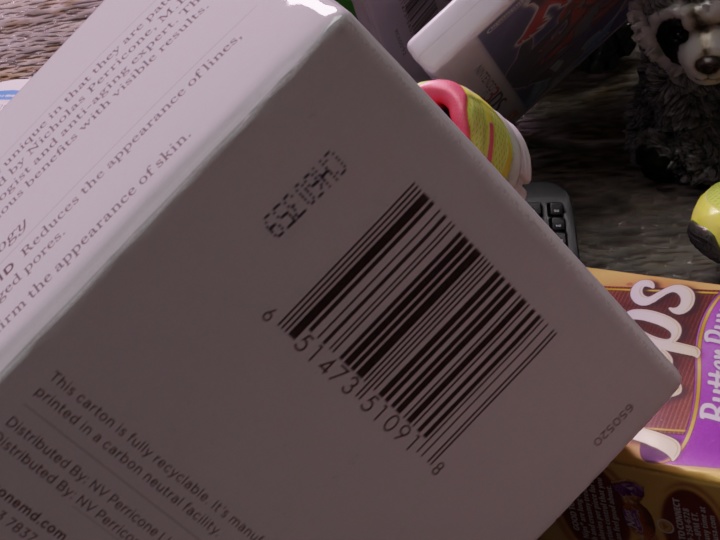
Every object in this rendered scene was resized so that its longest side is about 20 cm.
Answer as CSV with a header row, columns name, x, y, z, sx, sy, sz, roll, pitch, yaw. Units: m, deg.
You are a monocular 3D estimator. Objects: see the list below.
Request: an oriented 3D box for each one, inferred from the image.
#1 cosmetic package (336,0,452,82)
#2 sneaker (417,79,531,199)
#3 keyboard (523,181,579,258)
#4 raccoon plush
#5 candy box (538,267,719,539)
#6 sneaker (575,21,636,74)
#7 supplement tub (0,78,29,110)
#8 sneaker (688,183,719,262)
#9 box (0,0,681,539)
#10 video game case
name,x,y,z,sx,sy,sz,roll,pitch,yaw
cosmetic package,-0.049,-0.161,1.078,0.200,0.108,0.085,8,46,35
sneaker,-0.009,0.002,0.737,0.078,0.090,0.200,30,80,20
keyboard,0.000,0.000,0.807,0.200,0.040,0.104,-2,64,-3
raccoon plush,0.163,-0.132,0.922,0.097,0.134,0.200,-16,30,-2
candy box,0.131,0.059,0.695,0.200,0.057,0.117,7,37,34
sneaker,0.070,-0.188,1.011,0.078,0.200,0.085,-47,30,-15
supplement tub,-0.174,0.013,0.818,0.132,0.132,0.200,0,33,21
sneaker,0.231,-0.062,0.809,0.200,0.090,0.078,-23,33,-14
box,-0.039,0.027,0.612,0.200,0.199,0.131,-46,34,0
video game case,0.119,-0.150,0.896,0.200,0.023,0.182,-43,-13,5
